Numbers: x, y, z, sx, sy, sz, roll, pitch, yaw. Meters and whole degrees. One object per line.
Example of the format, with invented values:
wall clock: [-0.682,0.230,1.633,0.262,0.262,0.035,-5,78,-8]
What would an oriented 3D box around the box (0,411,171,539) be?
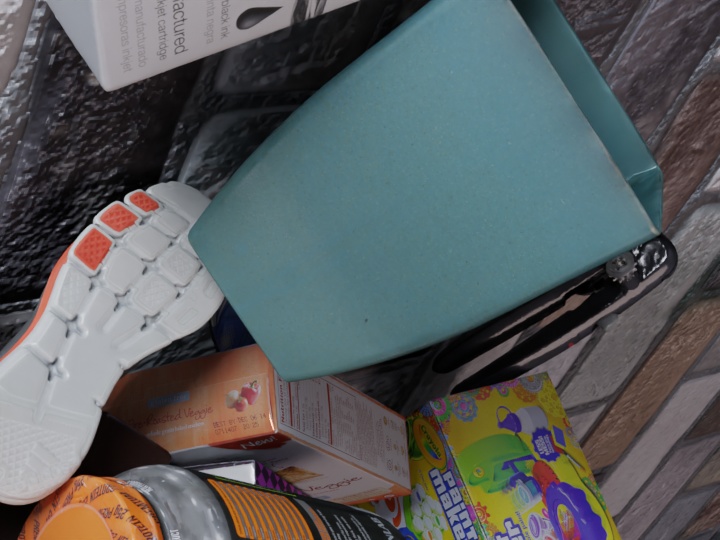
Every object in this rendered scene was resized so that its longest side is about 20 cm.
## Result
box: [-0.189,0.167,0.760,0.075,0.100,0.201,50,55,-54]

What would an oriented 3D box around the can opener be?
can opener: [0.144,0.033,1.054,0.200,0.064,0.079,-36,151,0]

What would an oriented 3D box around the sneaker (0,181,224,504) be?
sneaker: [-0.142,0.032,0.724,0.082,0.077,0.200,-24,-158,53]

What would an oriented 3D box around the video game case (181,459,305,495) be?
video game case: [-0.120,0.165,0.906,0.180,0.036,0.200,-9,158,11]

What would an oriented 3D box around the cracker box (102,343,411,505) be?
cracker box: [-0.067,0.107,0.895,0.133,0.058,0.200,-13,156,21]

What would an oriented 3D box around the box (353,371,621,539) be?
box: [0.079,0.210,1.056,0.121,0.201,0.193,-9,160,-38]

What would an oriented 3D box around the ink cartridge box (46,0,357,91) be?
ink cartridge box: [-0.029,-0.175,0.554,0.199,0.086,0.147,-22,148,-20]

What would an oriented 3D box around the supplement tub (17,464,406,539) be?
supplement tub: [-0.069,0.166,0.725,0.199,0.123,0.123,22,119,-44]

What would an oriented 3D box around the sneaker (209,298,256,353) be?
sneaker: [0.000,0.000,0.827,0.200,0.089,0.078,-36,151,13]

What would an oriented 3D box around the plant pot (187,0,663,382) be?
plant pot: [0.026,-0.040,0.712,0.199,0.142,0.141,-33,-174,18]
